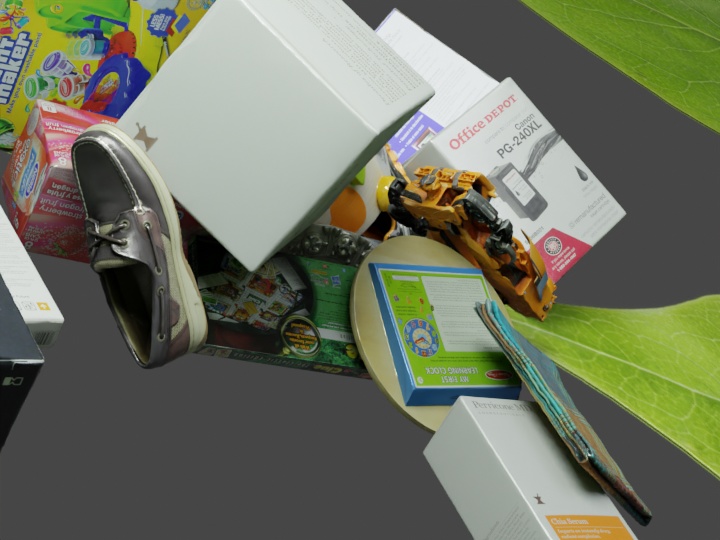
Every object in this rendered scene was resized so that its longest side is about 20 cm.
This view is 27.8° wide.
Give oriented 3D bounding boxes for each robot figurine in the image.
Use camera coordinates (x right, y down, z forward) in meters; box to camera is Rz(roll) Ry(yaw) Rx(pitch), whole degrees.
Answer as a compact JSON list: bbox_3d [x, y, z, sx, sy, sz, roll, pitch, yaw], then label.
[{"bbox_3d":[0.110,-0.031,1.416,0.145,0.058,0.200,11,-32,41],"label":"robot figurine"}]

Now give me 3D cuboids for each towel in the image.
[{"bbox_3d":[0.179,0.122,1.272,0.147,0.022,0.200,43,11,-46],"label":"towel"}]

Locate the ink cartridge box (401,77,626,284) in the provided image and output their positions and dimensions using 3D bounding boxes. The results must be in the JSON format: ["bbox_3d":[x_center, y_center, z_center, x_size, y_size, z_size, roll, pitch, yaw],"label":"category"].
[{"bbox_3d":[0.161,-0.084,1.553,0.200,0.083,0.145,49,57,0],"label":"ink cartridge box"}]

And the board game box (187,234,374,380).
[{"bbox_3d":[-0.058,0.036,1.277,0.199,0.023,0.105,12,57,-32],"label":"board game box"}]

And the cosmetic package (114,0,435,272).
[{"bbox_3d":[-0.068,-0.133,1.218,0.166,0.167,0.200,44,23,0],"label":"cosmetic package"}]

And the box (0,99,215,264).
[{"bbox_3d":[-0.200,-0.064,1.267,0.199,0.096,0.100,12,34,-31],"label":"box"}]

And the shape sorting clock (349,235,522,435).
[{"bbox_3d":[0.070,0.061,1.325,0.200,0.039,0.201,23,48,-29],"label":"shape sorting clock"}]

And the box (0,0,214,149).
[{"bbox_3d":[-0.272,-0.220,1.343,0.192,0.200,0.122,6,37,-36],"label":"box"}]

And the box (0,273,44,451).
[{"bbox_3d":[-0.344,0.033,0.950,0.196,0.118,0.200,3,39,-40],"label":"box"}]

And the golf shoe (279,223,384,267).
[{"bbox_3d":[0.000,0.000,1.404,0.200,0.078,0.097,22,11,-27],"label":"golf shoe"}]

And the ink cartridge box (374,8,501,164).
[{"bbox_3d":[0.062,-0.172,1.638,0.200,0.043,0.198,37,63,5],"label":"ink cartridge box"}]

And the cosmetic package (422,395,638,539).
[{"bbox_3d":[0.146,0.198,1.197,0.101,0.071,0.200,7,35,-36],"label":"cosmetic package"}]

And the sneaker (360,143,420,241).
[{"bbox_3d":[0.007,-0.083,1.524,0.077,0.078,0.200,-15,49,-39],"label":"sneaker"}]

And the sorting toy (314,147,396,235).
[{"bbox_3d":[-0.041,-0.150,1.431,0.180,0.107,0.200,60,14,-46],"label":"sorting toy"}]

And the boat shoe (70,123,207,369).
[{"bbox_3d":[-0.183,-0.016,1.154,0.065,0.072,0.201,-37,113,-52],"label":"boat shoe"}]

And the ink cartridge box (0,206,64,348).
[{"bbox_3d":[-0.315,-0.016,1.146,0.094,0.037,0.200,1,42,-41],"label":"ink cartridge box"}]
